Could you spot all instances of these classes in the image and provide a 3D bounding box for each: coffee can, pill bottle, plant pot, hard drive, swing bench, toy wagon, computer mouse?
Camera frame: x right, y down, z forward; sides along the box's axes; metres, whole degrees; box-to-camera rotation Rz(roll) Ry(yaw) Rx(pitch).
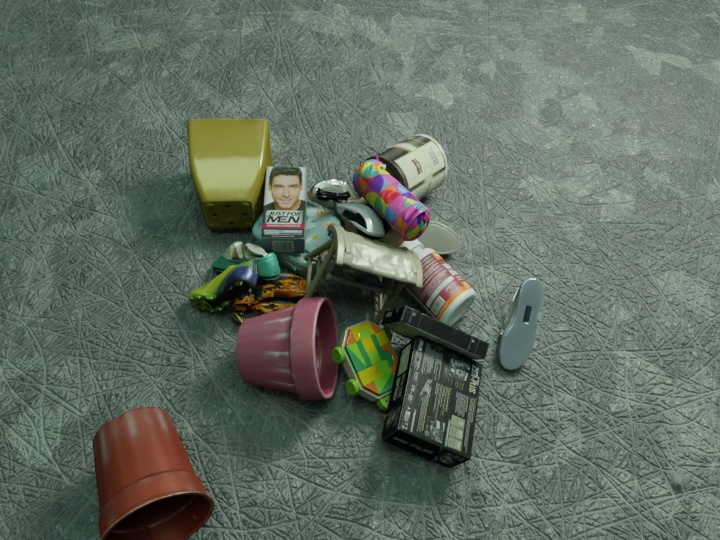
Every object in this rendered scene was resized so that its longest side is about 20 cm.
[{"bbox_3d":[0.103,-0.230,1.515,0.145,0.149,0.199,37,42,18],"label":"coffee can"},{"bbox_3d":[0.157,0.023,1.414,0.108,0.111,0.200,-33,66,-23],"label":"pill bottle"},{"bbox_3d":[-0.308,-0.214,1.490,0.188,0.197,0.205,-1,63,-5],"label":"plant pot"},{"bbox_3d":[0.151,0.133,1.296,0.196,0.139,0.039,24,77,-12],"label":"hard drive"},{"bbox_3d":[0.000,0.000,1.328,0.194,0.200,0.133,16,54,-23],"label":"swing bench"},{"bbox_3d":[-0.148,0.160,1.269,0.174,0.202,0.205,-4,56,12],"label":"plant pot"},{"bbox_3d":[0.031,0.206,1.294,0.153,0.039,0.204,-16,76,-41],"label":"toy wagon"},{"bbox_3d":[-0.011,-0.134,1.368,0.108,0.045,0.199,7,24,-48],"label":"computer mouse"},{"bbox_3d":[-0.384,0.370,1.118,0.196,0.204,0.197,-21,52,-17],"label":"plant pot"}]

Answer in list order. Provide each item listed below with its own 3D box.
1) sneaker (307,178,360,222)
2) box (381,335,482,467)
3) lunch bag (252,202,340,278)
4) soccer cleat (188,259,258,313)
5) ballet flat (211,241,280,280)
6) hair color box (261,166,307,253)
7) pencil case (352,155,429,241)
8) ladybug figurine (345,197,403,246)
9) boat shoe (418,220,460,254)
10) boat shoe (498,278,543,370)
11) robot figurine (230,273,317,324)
[{"bbox_3d":[-0.035,-0.153,1.500,0.196,0.075,0.094,8,61,-33],"label":"sneaker"},{"bbox_3d":[0.146,0.261,1.251,0.160,0.086,0.204,23,57,-12],"label":"box"},{"bbox_3d":[-0.148,-0.081,1.476,0.197,0.078,0.162,28,59,13],"label":"lunch bag"},{"bbox_3d":[-0.295,0.033,1.359,0.197,0.065,0.085,-20,44,33],"label":"soccer cleat"},{"bbox_3d":[-0.257,-0.028,1.398,0.196,0.073,0.067,8,20,34],"label":"ballet flat"},{"bbox_3d":[-0.171,-0.140,1.429,0.096,0.061,0.205,1,57,-3],"label":"hair color box"},{"bbox_3d":[0.063,-0.153,1.314,0.087,0.089,0.201,-29,61,-21],"label":"pencil case"},{"bbox_3d":[0.047,-0.107,1.422,0.071,0.197,0.140,6,88,-45],"label":"ladybug figurine"},{"bbox_3d":[0.143,-0.088,1.512,0.194,0.060,0.076,10,100,3],"label":"boat shoe"},{"bbox_3d":[0.347,0.118,1.392,0.073,0.086,0.208,14,86,0],"label":"boat shoe"},{"bbox_3d":[-0.195,0.061,1.394,0.194,0.059,0.148,5,55,-1],"label":"robot figurine"}]
